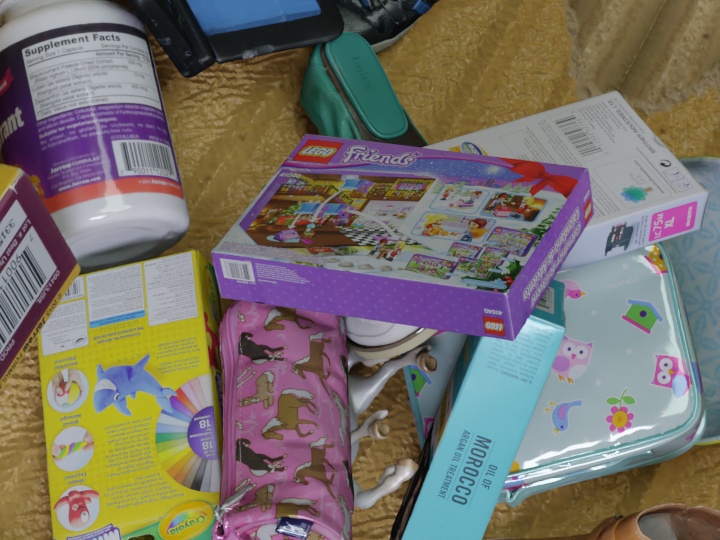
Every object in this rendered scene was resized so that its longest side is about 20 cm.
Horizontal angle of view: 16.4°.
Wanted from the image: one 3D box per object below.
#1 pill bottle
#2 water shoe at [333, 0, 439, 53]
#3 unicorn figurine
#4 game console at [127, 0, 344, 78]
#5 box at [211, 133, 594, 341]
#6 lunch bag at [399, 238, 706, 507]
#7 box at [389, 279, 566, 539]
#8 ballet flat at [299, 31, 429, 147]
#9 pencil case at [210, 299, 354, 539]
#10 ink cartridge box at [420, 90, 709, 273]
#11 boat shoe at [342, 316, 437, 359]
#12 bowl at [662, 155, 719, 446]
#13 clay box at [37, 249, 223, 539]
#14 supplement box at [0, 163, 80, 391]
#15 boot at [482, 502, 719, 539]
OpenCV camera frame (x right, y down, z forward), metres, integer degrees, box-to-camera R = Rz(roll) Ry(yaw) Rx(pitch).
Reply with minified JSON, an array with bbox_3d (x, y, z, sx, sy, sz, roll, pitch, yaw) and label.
[{"bbox_3d":[-0.185,-0.108,1.639,0.111,0.111,0.201,-7,72,-23],"label":"pill bottle"},{"bbox_3d":[0.043,-0.228,1.790,0.200,0.079,0.072,-40,87,-28],"label":"water shoe"},{"bbox_3d":[-0.025,0.113,1.621,0.074,0.137,0.200,52,39,-17],"label":"unicorn figurine"},{"bbox_3d":[-0.119,-0.243,1.691,0.116,0.176,0.200,-30,63,2],"label":"game console"},{"bbox_3d":[0.027,-0.023,1.540,0.199,0.039,0.137,8,39,25],"label":"box"},{"bbox_3d":[0.125,0.070,1.671,0.199,0.077,0.161,-15,77,8],"label":"lunch bag"},{"bbox_3d":[0.072,0.101,1.573,0.049,0.200,0.082,20,20,-3],"label":"box"},{"bbox_3d":[0.017,-0.070,1.720,0.067,0.070,0.200,-13,63,-31],"label":"ballet flat"},{"bbox_3d":[-0.048,0.102,1.523,0.083,0.087,0.200,-10,47,9],"label":"pencil case"},{"bbox_3d":[0.113,-0.048,1.643,0.199,0.042,0.119,-15,45,-22],"label":"ink cartridge box"},{"bbox_3d":[0.000,0.000,1.621,0.075,0.200,0.068,-38,111,-7],"label":"boat shoe"},{"bbox_3d":[0.246,0.026,1.742,0.108,0.200,0.201,16,55,-64],"label":"bowl"},{"bbox_3d":[-0.140,0.096,1.578,0.115,0.048,0.201,-12,68,12],"label":"clay box"},{"bbox_3d":[-0.293,-0.004,1.507,0.200,0.103,0.131,13,58,29],"label":"supplement box"},{"bbox_3d":[0.145,0.190,1.624,0.199,0.155,0.074,-3,71,-22],"label":"boot"}]
